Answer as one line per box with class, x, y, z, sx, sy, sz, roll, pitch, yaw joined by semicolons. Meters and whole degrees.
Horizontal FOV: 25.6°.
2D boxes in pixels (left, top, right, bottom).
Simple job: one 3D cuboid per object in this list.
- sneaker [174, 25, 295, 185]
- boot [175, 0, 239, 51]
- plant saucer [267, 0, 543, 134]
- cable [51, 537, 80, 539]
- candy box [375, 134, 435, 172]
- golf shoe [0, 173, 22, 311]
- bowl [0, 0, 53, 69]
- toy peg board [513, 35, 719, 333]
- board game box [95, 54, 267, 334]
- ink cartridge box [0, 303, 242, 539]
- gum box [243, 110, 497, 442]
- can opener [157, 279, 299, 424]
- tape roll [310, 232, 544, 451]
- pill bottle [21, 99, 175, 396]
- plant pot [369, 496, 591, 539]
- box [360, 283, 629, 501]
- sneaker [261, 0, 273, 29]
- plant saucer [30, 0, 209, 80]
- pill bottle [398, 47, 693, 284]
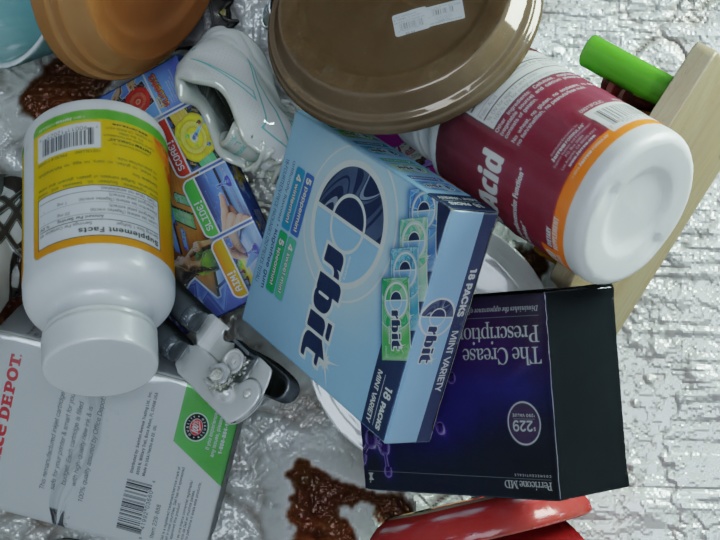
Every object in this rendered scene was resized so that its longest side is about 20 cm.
sneaker;-0.071;-0.096;1.234;0.200;0.080;0.070;45;129;-5
boot;-0.118;-0.261;1.276;0.198;0.069;0.176;-9;89;10
plant saucer;0.027;-0.185;1.096;0.198;0.030;0.202;-7;61;13
cable;-0.165;0.253;1.269;0.199;0.050;0.098;27;88;-1
candy box;0.047;-0.157;1.206;0.135;0.061;0.201;-20;116;5
golf shoe;-0.266;-0.013;1.212;0.094;0.201;0.078;7;127;-10
bowl;-0.237;-0.257;1.227;0.105;0.200;0.203;-5;89;-44
toy peg board;0.193;-0.073;1.224;0.097;0.199;0.201;33;89;22
board game box;-0.156;-0.052;1.268;0.135;0.034;0.201;-25;89;13
ink cartridge box;-0.197;0.125;1.239;0.198;0.084;0.147;16;105;0
gum box;0.000;0.000;1.126;0.044;0.200;0.171;2;113;-37
can opener;-0.131;0.048;1.203;0.200;0.066;0.053;39;95;31
tape roll;0.054;0.056;1.266;0.201;0.071;0.204;0;89;0
pill bottle;-0.192;-0.015;1.159;0.110;0.111;0.201;-7;58;-1
plant pot;0.100;0.264;1.203;0.199;0.200;0.184;-14;81;-1
box;0.088;0.087;1.132;0.078;0.199;0.142;-7;91;-41
sneaker;0.009;-0.189;1.266;0.198;0.079;0.130;30;91;-1
plant saucer;-0.161;-0.235;1.154;0.037;0.200;0.202;18;88;29
pill bottle;0.120;-0.086;1.093;0.200;0.114;0.114;37;89;38
